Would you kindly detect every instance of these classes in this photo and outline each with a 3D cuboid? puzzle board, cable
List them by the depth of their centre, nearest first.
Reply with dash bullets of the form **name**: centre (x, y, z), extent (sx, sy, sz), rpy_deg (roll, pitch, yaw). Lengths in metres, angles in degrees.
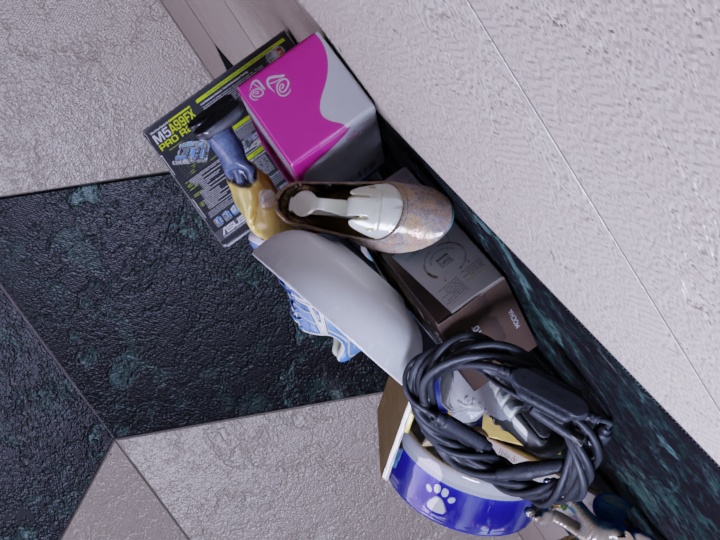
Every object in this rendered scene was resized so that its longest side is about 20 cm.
- **cable**: centre (0.129, 0.138, 1.426), extent (0.199, 0.051, 0.164), rpy_deg (25, 138, 9)
- **puzzle board**: centre (0.052, 0.141, 1.838), extent (0.017, 0.152, 0.200), rpy_deg (17, -163, -6)

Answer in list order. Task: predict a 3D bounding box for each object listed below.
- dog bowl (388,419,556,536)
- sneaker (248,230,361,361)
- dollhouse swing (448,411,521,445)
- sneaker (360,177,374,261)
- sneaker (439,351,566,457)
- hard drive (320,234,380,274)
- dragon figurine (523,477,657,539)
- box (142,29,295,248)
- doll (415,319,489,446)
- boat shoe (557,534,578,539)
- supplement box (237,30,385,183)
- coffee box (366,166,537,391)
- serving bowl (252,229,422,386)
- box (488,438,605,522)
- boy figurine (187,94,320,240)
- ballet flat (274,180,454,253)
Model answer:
- **dog bowl**: centre (0.134, 0.231, 1.883), extent (0.200, 0.199, 0.079), rpy_deg (51, 131, 48)
- **sneaker**: centre (-0.054, 0.026, 1.735), extent (0.200, 0.077, 0.076), rpy_deg (42, -178, -20)
- **dollhouse swing**: centre (0.151, 0.102, 1.764), extent (0.180, 0.177, 0.200), rpy_deg (13, 174, 0)
- **sneaker**: centre (0.000, -0.072, 1.712), extent (0.131, 0.079, 0.200), rpy_deg (45, 173, 16)
- **sneaker**: centre (0.138, 0.133, 1.545), extent (0.201, 0.074, 0.116), rpy_deg (62, 142, 40)
- **hard drive**: centre (0.000, 0.000, 1.741), extent (0.200, 0.033, 0.140), rpy_deg (43, -179, -3)
- **dragon figurine**: centre (0.255, 0.265, 1.566), extent (0.199, 0.059, 0.099), rpy_deg (21, -162, -36)
- **box**: centre (-0.119, -0.147, 1.737), extent (0.161, 0.199, 0.044), rpy_deg (54, 177, 0)
- **doll**: centre (0.095, 0.082, 1.642), extent (0.048, 0.135, 0.202), rpy_deg (137, 129, -70)
- **boat shoe**: centre (0.239, 0.317, 1.660), extent (0.200, 0.064, 0.072), rpy_deg (10, -98, -60)
- **supplement box**: centre (-0.046, -0.145, 1.571), extent (0.104, 0.101, 0.200), rpy_deg (54, 176, 11)
- **coffee box**: centre (0.076, 0.006, 1.506), extent (0.200, 0.080, 0.113), rpy_deg (52, 174, 45)
- **serving bowl**: centre (-0.010, 0.025, 1.500), extent (0.200, 0.066, 0.200), rpy_deg (41, 178, 2)
- **box**: centre (0.209, 0.238, 1.711), extent (0.041, 0.039, 0.200), rpy_deg (18, -177, -35)
- **boy figurine**: centre (-0.099, -0.078, 1.582), extent (0.201, 0.064, 0.124), rpy_deg (56, 176, -20)
- **ballet flat**: centre (-0.005, -0.055, 1.463), extent (0.199, 0.069, 0.067), rpy_deg (2, 172, 41)
